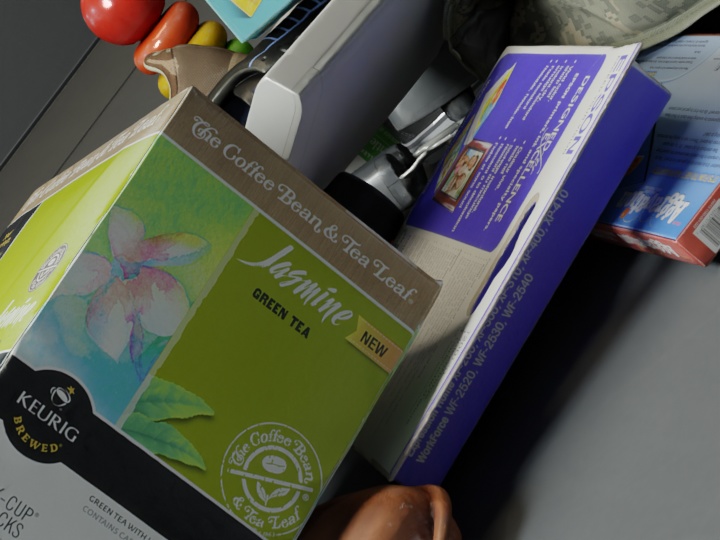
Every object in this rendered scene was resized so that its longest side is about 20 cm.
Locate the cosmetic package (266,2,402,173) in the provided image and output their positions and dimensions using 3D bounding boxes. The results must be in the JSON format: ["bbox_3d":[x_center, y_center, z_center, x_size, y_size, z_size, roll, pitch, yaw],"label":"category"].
[{"bbox_3d":[-0.054,-0.049,1.281,0.200,0.107,0.085,-54,16,-3],"label":"cosmetic package"}]

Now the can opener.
[{"bbox_3d":[0.005,-0.061,1.189,0.200,0.067,0.053,-34,4,19],"label":"can opener"}]

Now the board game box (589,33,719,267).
[{"bbox_3d":[0.133,-0.056,0.917,0.103,0.019,0.200,-51,14,-4],"label":"board game box"}]

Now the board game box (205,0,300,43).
[{"bbox_3d":[-0.018,-0.188,1.151,0.151,0.047,0.200,-41,5,3],"label":"board game box"}]

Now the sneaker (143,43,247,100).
[{"bbox_3d":[-0.112,-0.043,1.358,0.070,0.075,0.201,-35,-43,-78],"label":"sneaker"}]

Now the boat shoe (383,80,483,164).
[{"bbox_3d":[0.078,-0.152,1.211,0.200,0.066,0.070,-47,15,17],"label":"boat shoe"}]

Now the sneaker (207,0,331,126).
[{"bbox_3d":[-0.017,-0.112,1.168,0.200,0.070,0.078,-45,1,16],"label":"sneaker"}]

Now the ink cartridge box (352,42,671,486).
[{"bbox_3d":[0.054,-0.003,0.920,0.199,0.043,0.200,-60,12,-1],"label":"ink cartridge box"}]

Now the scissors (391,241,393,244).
[{"bbox_3d":[0.000,0.000,1.111,0.073,0.014,0.200,-45,2,-11],"label":"scissors"}]

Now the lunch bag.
[{"bbox_3d":[0.129,-0.182,1.026,0.164,0.118,0.200,-50,11,-32],"label":"lunch bag"}]

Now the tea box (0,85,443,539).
[{"bbox_3d":[-0.102,0.059,0.865,0.197,0.133,0.200,-59,16,-22],"label":"tea box"}]

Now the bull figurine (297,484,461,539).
[{"bbox_3d":[-0.034,0.142,0.860,0.200,0.065,0.122,-35,26,52],"label":"bull figurine"}]

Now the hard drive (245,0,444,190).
[{"bbox_3d":[-0.002,-0.097,1.031,0.200,0.026,0.132,-52,-12,-41],"label":"hard drive"}]

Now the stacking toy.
[{"bbox_3d":[-0.094,-0.128,1.397,0.085,0.200,0.085,-46,14,15],"label":"stacking toy"}]

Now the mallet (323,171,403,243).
[{"bbox_3d":[-0.012,-0.016,1.079,0.066,0.041,0.200,-54,2,3],"label":"mallet"}]
